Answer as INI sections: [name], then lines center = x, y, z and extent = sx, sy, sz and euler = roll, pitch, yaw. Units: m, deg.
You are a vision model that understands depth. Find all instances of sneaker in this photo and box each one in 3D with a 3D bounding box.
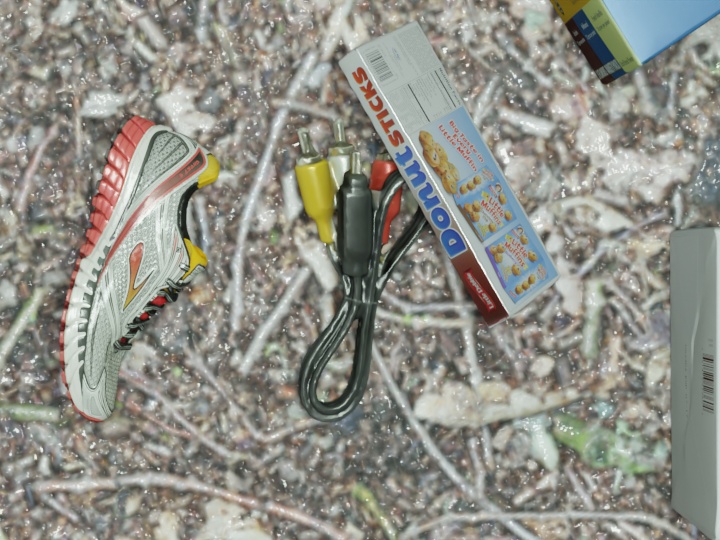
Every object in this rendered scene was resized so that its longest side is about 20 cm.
[sneaker]
center = -0.147, 0.004, 1.029
extent = 0.081, 0.078, 0.203
euler = 16, 91, -3

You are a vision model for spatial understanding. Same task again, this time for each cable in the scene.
[cable]
center = 0.000, 0.000, 1.061
extent = 0.096, 0.050, 0.203
euler = -1, 104, -18

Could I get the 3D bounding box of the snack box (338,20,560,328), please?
[snack box]
center = 0.061, -0.066, 1.036
extent = 0.024, 0.072, 0.202
euler = -28, 92, 43

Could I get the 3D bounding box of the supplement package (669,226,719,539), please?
[supplement package]
center = 0.310, 0.068, 1.003
extent = 0.197, 0.147, 0.194
euler = -1, 91, 0

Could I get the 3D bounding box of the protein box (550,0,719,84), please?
[protein box]
center = 0.193, -0.262, 1.000
extent = 0.197, 0.135, 0.201
euler = -33, 92, 0
